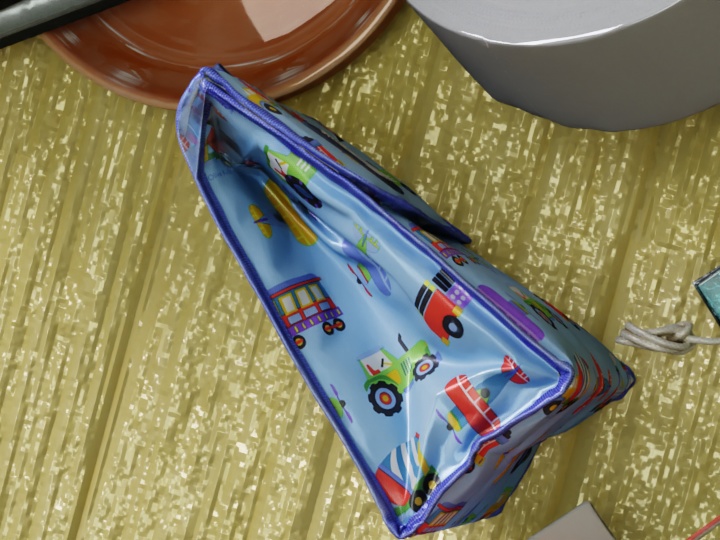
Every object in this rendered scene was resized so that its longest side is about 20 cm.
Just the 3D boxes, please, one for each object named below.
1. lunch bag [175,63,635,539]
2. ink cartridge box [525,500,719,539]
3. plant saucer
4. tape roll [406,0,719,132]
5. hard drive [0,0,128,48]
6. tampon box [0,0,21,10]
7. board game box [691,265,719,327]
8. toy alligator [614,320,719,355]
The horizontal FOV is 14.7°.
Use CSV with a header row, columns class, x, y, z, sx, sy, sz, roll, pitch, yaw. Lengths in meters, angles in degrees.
class,x,y,z,sx,sy,sz,roll,pitch,yaw
lunch bag,0.000,0.000,1.097,0.094,0.151,0.200,-44,79,9
ink cartridge box,0.033,0.142,1.026,0.044,0.200,0.174,53,139,10
plant saucer,-0.061,-0.166,1.181,0.199,0.032,0.201,-1,88,16
tape roll,0.104,-0.155,1.073,0.200,0.066,0.201,-16,55,24
hard drive,-0.111,-0.182,1.163,0.199,0.033,0.140,-19,83,14
tampon box,-0.158,-0.190,1.093,0.199,0.126,0.150,-23,83,13
board game box,0.249,0.004,1.093,0.200,0.028,0.136,-35,79,12
toy alligator,0.198,0.020,1.061,0.199,0.059,0.055,11,91,16
